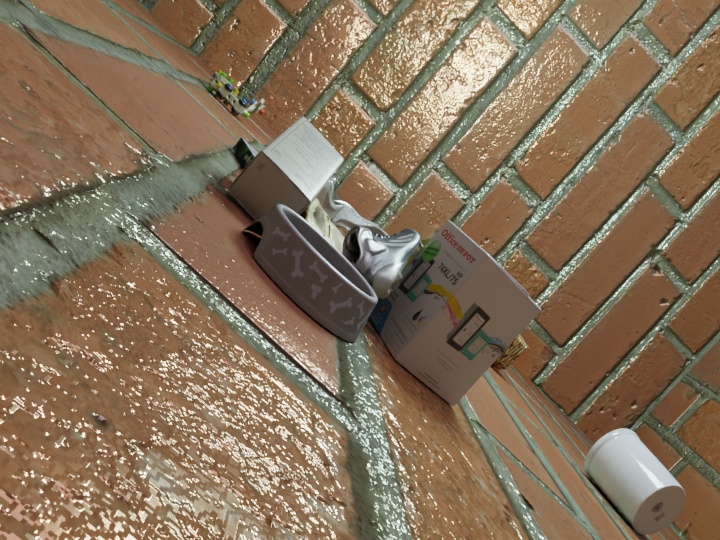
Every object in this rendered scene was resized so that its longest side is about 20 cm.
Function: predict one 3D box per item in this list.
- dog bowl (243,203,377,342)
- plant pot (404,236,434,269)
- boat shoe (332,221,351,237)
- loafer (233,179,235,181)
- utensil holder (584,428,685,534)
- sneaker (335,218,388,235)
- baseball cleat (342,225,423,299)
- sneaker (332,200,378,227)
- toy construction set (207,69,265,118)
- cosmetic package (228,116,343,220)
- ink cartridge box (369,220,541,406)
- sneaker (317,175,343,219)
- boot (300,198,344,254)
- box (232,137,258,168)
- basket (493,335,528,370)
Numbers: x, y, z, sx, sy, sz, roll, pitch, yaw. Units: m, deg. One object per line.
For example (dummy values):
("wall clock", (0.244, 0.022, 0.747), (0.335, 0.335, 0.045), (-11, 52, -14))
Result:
("dog bowl", (-0.057, -0.002, 0.868), (0.200, 0.059, 0.200), (43, 7, -6))
("plant pot", (0.145, 0.078, 1.246), (0.186, 0.185, 0.203), (34, 26, -56))
("boat shoe", (0.009, -0.014, 1.359), (0.198, 0.076, 0.072), (32, 13, -19))
("loafer", (-0.140, -0.129, 1.143), (0.072, 0.063, 0.200), (45, 6, 21))
("utensil holder", (0.697, 0.535, 1.763), (0.169, 0.170, 0.201), (39, 9, -31))
("sneaker", (0.032, -0.050, 1.584), (0.199, 0.075, 0.118), (30, -6, 42))
("baseball cleat", (0.033, -0.037, 1.030), (0.107, 0.069, 0.201), (46, 26, -8))
("sneaker", (-0.036, -0.127, 1.902), (0.198, 0.076, 0.081), (34, -20, -36))
("toy construction set", (-0.391, -0.537, 2.150), (0.197, 0.093, 0.131), (32, 7, -7))
("cosmetic package", (-0.107, -0.146, 1.049), (0.103, 0.087, 0.201), (46, 26, -9))
("ink cartridge box", (0.139, 0.063, 1.061), (0.145, 0.201, 0.147), (39, 7, -29))
("sneaker", (-0.101, -0.193, 1.461), (0.202, 0.087, 0.074), (60, -3, -34))
("boot", (-0.043, -0.032, 1.085), (0.155, 0.073, 0.200), (42, 8, -12))
("box", (-0.177, -0.178, 1.376), (0.144, 0.036, 0.200), (41, 6, -33))
("basket", (0.438, 0.215, 2.282), (0.149, 0.143, 0.201), (44, 11, -13))
